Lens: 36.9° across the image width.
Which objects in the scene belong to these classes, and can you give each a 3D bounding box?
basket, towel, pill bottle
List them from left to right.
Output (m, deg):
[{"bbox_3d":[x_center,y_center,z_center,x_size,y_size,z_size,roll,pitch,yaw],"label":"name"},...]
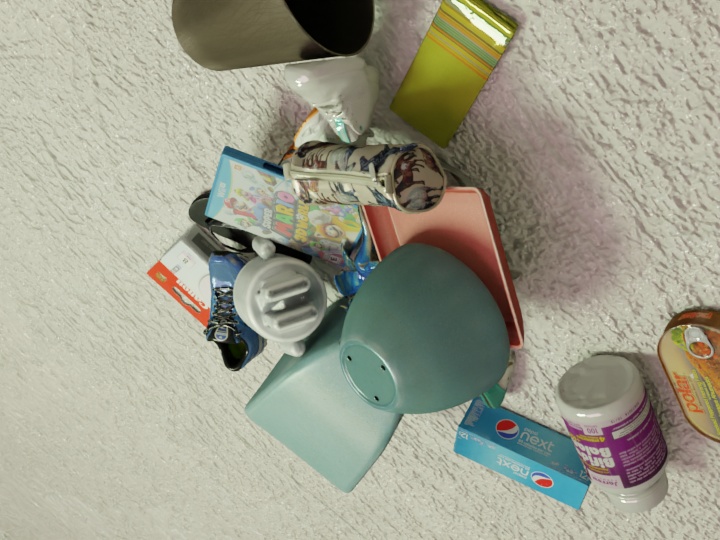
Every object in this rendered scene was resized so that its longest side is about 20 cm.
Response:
[{"bbox_3d":[-0.108,-0.299,1.186,0.199,0.136,0.181,-7,119,46],"label":"basket"},{"bbox_3d":[0.099,-0.223,1.197,0.086,0.018,0.200,39,143,6],"label":"towel"},{"bbox_3d":[0.332,0.216,1.390,0.112,0.112,0.201,-2,128,38],"label":"pill bottle"}]

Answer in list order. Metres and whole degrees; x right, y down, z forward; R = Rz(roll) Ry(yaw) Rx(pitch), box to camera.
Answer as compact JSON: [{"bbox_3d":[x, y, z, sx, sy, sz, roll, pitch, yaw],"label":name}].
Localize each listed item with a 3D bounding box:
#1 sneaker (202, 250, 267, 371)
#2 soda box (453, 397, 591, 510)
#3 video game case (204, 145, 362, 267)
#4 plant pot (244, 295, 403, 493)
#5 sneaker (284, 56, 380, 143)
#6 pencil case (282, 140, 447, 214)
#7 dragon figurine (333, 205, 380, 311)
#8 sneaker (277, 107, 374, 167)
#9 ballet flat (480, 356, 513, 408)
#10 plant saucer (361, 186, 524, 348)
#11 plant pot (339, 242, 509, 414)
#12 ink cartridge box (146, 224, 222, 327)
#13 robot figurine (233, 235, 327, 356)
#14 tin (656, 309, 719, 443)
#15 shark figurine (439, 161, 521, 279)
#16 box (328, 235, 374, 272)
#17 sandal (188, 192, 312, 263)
[{"bbox_3d":[-0.186,0.062,1.578,0.078,0.089,0.201,2,122,19],"label":"sneaker"},{"bbox_3d":[0.237,0.261,1.545,0.199,0.064,0.068,24,141,16],"label":"soda box"},{"bbox_3d":[-0.094,-0.078,1.382,0.199,0.018,0.143,21,147,-5],"label":"video game case"},{"bbox_3d":[-0.009,0.152,1.527,0.196,0.196,0.200,38,136,-2],"label":"plant pot"},{"bbox_3d":[-0.021,-0.184,1.176,0.075,0.200,0.089,0,95,21],"label":"sneaker"},{"bbox_3d":[0.000,-0.107,1.216,0.089,0.078,0.199,8,-179,-41],"label":"pencil case"},{"bbox_3d":[0.000,0.000,1.385,0.099,0.059,0.200,-4,144,24],"label":"dragon figurine"},{"bbox_3d":[-0.052,-0.131,1.360,0.092,0.076,0.200,34,143,-4],"label":"sneaker"},{"bbox_3d":[0.167,0.125,1.449,0.070,0.068,0.200,-29,138,13],"label":"ballet flat"},{"bbox_3d":[0.100,-0.014,1.260,0.199,0.037,0.201,6,122,48],"label":"plant saucer"},{"bbox_3d":[0.053,0.088,1.250,0.200,0.135,0.201,31,138,32],"label":"plant pot"},{"bbox_3d":[-0.253,0.033,1.699,0.163,0.057,0.200,44,137,-10],"label":"ink cartridge box"},{"bbox_3d":[-0.112,0.035,1.469,0.200,0.112,0.171,-166,63,-75],"label":"robot figurine"},{"bbox_3d":[0.428,0.129,1.290,0.111,0.042,0.201,-7,125,36],"label":"tin"},{"bbox_3d":[0.131,-0.034,1.298,0.127,0.090,0.216,3,117,10],"label":"shark figurine"},{"bbox_3d":[0.064,0.001,1.435,0.199,0.036,0.145,33,142,2],"label":"box"},{"bbox_3d":[-0.164,-0.052,1.546,0.199,0.043,0.076,25,140,14],"label":"sandal"}]
